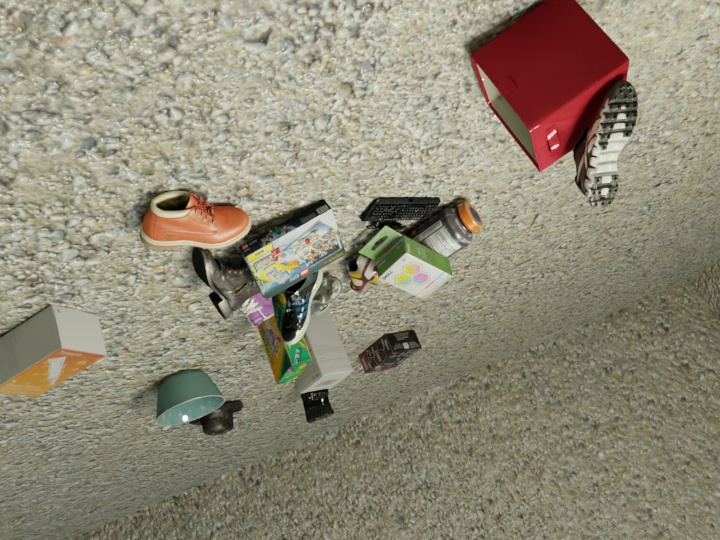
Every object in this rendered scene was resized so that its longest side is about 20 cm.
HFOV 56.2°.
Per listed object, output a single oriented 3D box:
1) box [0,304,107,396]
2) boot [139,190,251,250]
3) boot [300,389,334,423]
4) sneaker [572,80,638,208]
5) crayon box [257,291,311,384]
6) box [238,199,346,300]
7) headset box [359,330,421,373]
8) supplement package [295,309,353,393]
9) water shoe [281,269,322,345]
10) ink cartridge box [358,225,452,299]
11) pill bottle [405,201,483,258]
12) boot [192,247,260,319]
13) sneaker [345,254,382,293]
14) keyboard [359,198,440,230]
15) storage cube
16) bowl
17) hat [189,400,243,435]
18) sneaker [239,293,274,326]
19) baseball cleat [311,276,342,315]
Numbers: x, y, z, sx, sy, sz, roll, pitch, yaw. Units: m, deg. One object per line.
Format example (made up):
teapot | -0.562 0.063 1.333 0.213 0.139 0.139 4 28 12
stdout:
box | -0.639 0.166 1.366 0.199 0.098 0.124 -30 157 15
boot | -0.277 -0.093 1.177 0.198 0.076 0.108 -8 149 -31
boot | -0.122 0.442 2.431 0.210 0.159 0.079 -29 158 15
sneaker | 0.380 -0.206 1.076 0.066 0.091 0.202 -7 122 -15
crayon box | -0.195 0.161 1.658 0.058 0.202 0.119 -9 154 -31
box | -0.135 -0.040 1.375 0.199 0.038 0.137 -30 139 -11
headset box | 0.101 0.300 2.440 0.147 0.076 0.200 -4 151 -39
supplement package | -0.127 0.217 1.854 0.116 0.202 0.117 0 149 -44
water shoe | -0.155 0.070 1.567 0.071 0.202 0.079 12 171 40
ink cartridge box | 0.105 -0.014 1.561 0.199 0.060 0.104 25 130 -30
pill bottle | 0.196 -0.082 1.624 0.199 0.107 0.106 -35 156 27
boot | -0.245 -0.008 1.403 0.173 0.069 0.201 -35 137 -20
sneaker | 0.000 0.000 1.679 0.090 0.075 0.200 31 160 -12
keyboard | 0.092 -0.120 1.522 0.198 0.040 0.104 -4 151 -38
storage cube | 0.312 -0.309 1.111 0.179 0.201 0.171 -34 156 9
bowl | -0.496 0.353 1.926 0.199 0.106 0.201 -20 158 -8
hat | -0.496 0.530 2.363 0.199 0.082 0.201 -21 157 -9
sneaker | -0.254 0.062 1.494 0.072 0.115 0.200 -30 156 21
baseball cleat | -0.098 0.064 1.736 0.199 0.070 0.106 -29 166 39
